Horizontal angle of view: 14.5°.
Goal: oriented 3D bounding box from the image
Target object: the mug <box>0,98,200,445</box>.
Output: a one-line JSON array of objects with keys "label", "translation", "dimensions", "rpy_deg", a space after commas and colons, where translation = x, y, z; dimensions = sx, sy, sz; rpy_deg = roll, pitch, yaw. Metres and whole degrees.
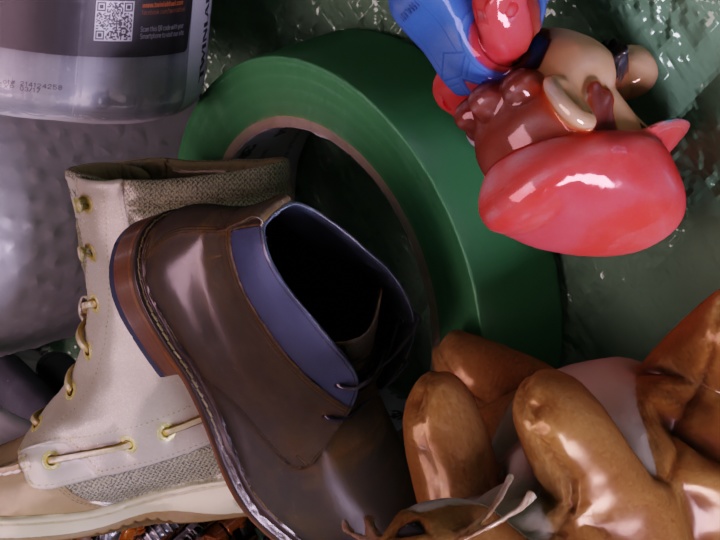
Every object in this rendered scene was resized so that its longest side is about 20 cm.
[{"label": "mug", "translation": [-0.164, -0.010, 1.296], "dimensions": [0.200, 0.175, 0.148], "rpy_deg": [61, 143, 9]}]

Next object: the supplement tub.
[{"label": "supplement tub", "translation": [-0.118, -0.170, 1.189], "dimensions": [0.122, 0.122, 0.200], "rpy_deg": [22, 112, 44]}]

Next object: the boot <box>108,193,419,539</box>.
[{"label": "boot", "translation": [-0.011, 0.054, 1.114], "dimensions": [0.200, 0.075, 0.097], "rpy_deg": [50, 146, -14]}]

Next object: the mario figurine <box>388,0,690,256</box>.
[{"label": "mario figurine", "translation": [0.060, -0.097, 1.059], "dimensions": [0.106, 0.123, 0.200], "rpy_deg": [-36, 87, 13]}]

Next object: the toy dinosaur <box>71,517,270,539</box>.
[{"label": "toy dinosaur", "translation": [-0.101, 0.142, 1.320], "dimensions": [0.200, 0.136, 0.102], "rpy_deg": [-31, 61, 12]}]

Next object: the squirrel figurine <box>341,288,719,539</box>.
[{"label": "squirrel figurine", "translation": [0.074, 0.129, 1.043], "dimensions": [0.141, 0.187, 0.200], "rpy_deg": [-3, 116, 29]}]

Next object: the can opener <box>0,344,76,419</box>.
[{"label": "can opener", "translation": [-0.157, 0.042, 1.384], "dimensions": [0.200, 0.053, 0.067], "rpy_deg": [34, 121, 59]}]

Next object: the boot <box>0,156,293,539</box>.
[{"label": "boot", "translation": [-0.112, 0.032, 1.203], "dimensions": [0.200, 0.072, 0.155], "rpy_deg": [-8, 103, 13]}]

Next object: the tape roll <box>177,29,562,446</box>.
[{"label": "tape roll", "translation": [0.000, 0.000, 1.204], "dimensions": [0.200, 0.048, 0.201], "rpy_deg": [26, 127, 42]}]
